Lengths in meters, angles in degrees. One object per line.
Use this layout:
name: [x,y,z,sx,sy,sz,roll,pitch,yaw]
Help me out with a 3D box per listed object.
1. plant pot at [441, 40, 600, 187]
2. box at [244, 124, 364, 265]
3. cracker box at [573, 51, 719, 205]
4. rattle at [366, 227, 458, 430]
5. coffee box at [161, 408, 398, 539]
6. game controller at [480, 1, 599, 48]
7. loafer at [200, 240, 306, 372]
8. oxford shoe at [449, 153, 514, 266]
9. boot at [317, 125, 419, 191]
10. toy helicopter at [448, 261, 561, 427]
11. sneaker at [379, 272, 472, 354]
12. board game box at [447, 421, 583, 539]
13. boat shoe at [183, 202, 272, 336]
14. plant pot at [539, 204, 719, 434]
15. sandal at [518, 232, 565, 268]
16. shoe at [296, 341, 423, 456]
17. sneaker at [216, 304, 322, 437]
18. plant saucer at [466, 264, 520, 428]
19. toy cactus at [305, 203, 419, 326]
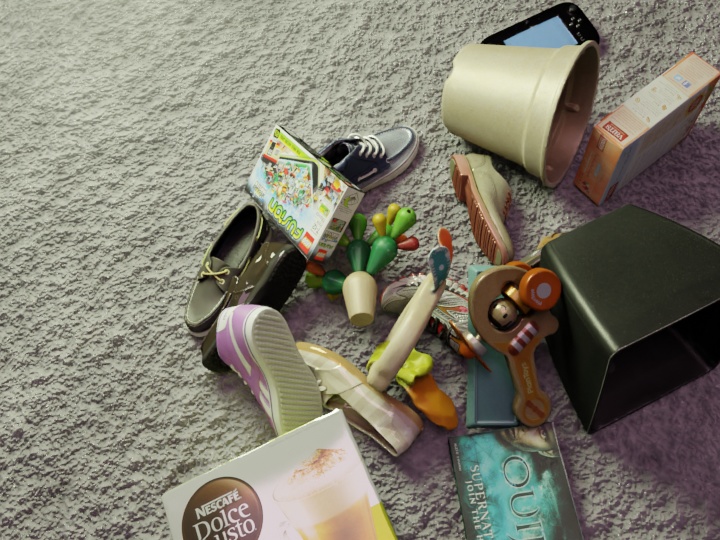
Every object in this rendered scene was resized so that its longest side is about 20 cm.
plant pot: [0.226,-0.246,0.956,0.181,0.202,0.202,22,66,28]
box: [-0.083,-0.108,0.897,0.200,0.034,0.111,44,110,41]
cracker box: [0.405,-0.200,0.933,0.199,0.135,0.058,-36,65,-14]
rattle: [0.101,0.074,0.780,0.142,0.130,0.202,36,98,18]
coffee box: [-0.063,0.298,0.683,0.197,0.201,0.200,-23,63,-8]
game controller: [0.296,-0.373,1.082,0.197,0.042,0.105,-27,64,-8]
loafer: [-0.151,0.046,0.887,0.071,0.073,0.201,31,82,42]
oxford shoe: [0.188,-0.095,0.930,0.072,0.071,0.203,-11,58,-6]
boot: [0.009,-0.172,0.976,0.199,0.091,0.073,-39,66,-14]
toy helicopter: [0.177,0.095,0.773,0.130,0.079,0.204,-19,102,-10]
sneaker: [0.119,0.061,0.858,0.196,0.078,0.083,12,66,11]
board game box: [0.186,0.289,0.764,0.132,0.028,0.204,-9,63,1]
boat shoe: [-0.194,-0.005,0.925,0.071,0.061,0.204,20,66,15]
plant pot: [0.321,0.042,0.795,0.197,0.201,0.179,-23,53,-7]
sandal: [0.262,-0.014,0.896,0.197,0.082,0.055,-25,41,0]
shoe: [-0.014,0.159,0.822,0.198,0.070,0.054,32,61,16]
sneaker: [-0.118,0.133,0.822,0.113,0.204,0.072,0,23,45]
plant saucer: [0.168,0.096,0.815,0.068,0.019,0.205,1,90,-3]
toy cactus: [0.000,0.000,0.867,0.197,0.102,0.167,-22,49,24]
